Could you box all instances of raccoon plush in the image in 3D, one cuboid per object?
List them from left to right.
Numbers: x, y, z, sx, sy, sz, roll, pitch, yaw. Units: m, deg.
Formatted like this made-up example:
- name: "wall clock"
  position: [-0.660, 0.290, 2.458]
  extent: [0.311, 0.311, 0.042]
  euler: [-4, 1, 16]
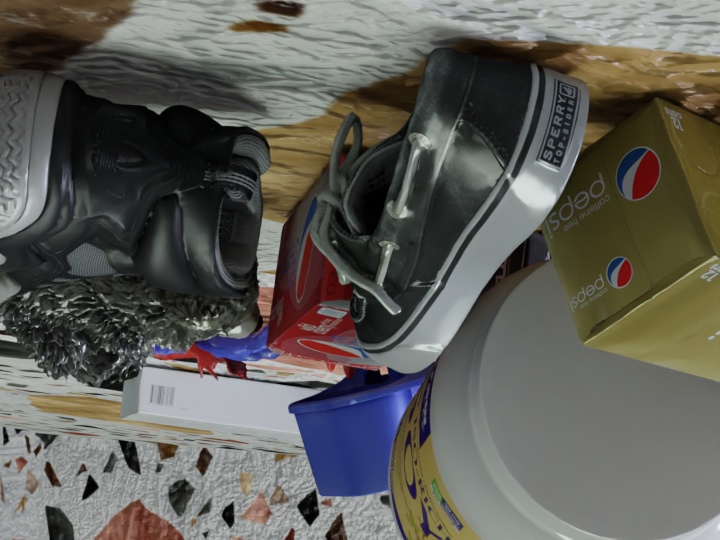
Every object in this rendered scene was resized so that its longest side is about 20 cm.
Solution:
- name: "raccoon plush"
  position: [-0.143, -0.004, 0.943]
  extent: [0.198, 0.098, 0.134]
  euler: [11, 162, -25]

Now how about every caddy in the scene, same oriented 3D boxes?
- name: "caddy"
  position: [0.026, 0.108, 1.490]
  extent: [0.140, 0.106, 0.200]
  euler: [-16, 180, -21]

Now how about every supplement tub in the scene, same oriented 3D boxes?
- name: "supplement tub"
  position: [0.094, 0.078, 0.856]
  extent: [0.144, 0.147, 0.200]
  euler: [7, 161, -5]

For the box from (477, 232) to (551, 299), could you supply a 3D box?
- name: "box"
  position: [0.097, 0.025, 1.056]
  extent: [0.199, 0.049, 0.158]
  euler: [16, 168, -41]

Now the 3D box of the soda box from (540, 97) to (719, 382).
- name: "soda box"
  position: [0.155, 0.001, 0.731]
  extent: [0.199, 0.068, 0.064]
  euler: [15, 139, -45]

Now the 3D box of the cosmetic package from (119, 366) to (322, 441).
- name: "cosmetic package"
  position: [-0.141, 0.140, 1.988]
  extent: [0.198, 0.052, 0.151]
  euler: [9, 169, -13]

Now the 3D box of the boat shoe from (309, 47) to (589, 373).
- name: "boat shoe"
  position: [0.017, -0.020, 0.701]
  extent: [0.067, 0.074, 0.199]
  euler: [18, 160, -8]

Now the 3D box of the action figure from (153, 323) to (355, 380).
- name: "action figure"
  position: [-0.105, 0.058, 1.446]
  extent: [0.198, 0.052, 0.065]
  euler: [6, 175, 22]

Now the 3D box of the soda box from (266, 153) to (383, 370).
- name: "soda box"
  position: [0.000, 0.000, 0.898]
  extent: [0.063, 0.071, 0.200]
  euler: [9, 170, -8]

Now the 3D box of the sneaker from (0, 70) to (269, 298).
- name: "sneaker"
  position: [-0.099, -0.020, 0.771]
  extent: [0.113, 0.076, 0.200]
  euler: [11, 168, -11]
